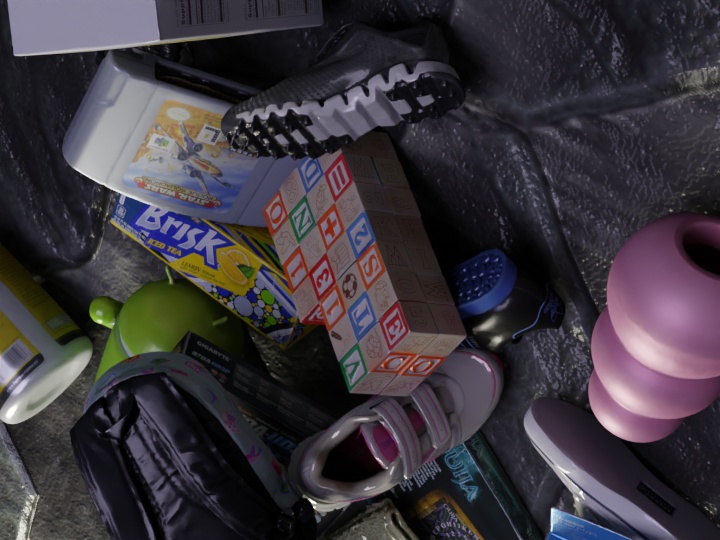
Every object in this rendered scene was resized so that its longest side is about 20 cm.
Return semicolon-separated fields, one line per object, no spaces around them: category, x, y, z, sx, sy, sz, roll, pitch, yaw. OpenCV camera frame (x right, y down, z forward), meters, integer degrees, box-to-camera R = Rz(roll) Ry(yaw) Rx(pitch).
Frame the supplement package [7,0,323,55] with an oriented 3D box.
supplement package;-0.152;-0.249;1.577;0.152;0.200;0.151;-1;98;36

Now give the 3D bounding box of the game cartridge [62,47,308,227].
game cartridge;-0.133;-0.102;1.683;0.200;0.042;0.133;16;130;-19

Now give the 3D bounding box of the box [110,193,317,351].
box;-0.115;-0.024;1.768;0.200;0.064;0.070;35;128;16

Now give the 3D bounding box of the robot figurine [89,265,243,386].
robot figurine;-0.173;0.092;1.831;0.175;0.116;0.200;39;129;20

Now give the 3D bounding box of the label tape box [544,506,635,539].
label tape box;0.200;0.291;1.651;0.143;0.066;0.200;21;144;18

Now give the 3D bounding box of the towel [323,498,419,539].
towel;0.017;0.288;1.819;0.148;0.036;0.200;55;144;4

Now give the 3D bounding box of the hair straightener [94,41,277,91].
hair straightener;-0.151;-0.178;1.743;0.200;0.041;0.077;24;119;30

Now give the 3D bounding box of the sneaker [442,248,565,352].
sneaker;0.079;0.037;1.659;0.078;0.070;0.200;34;155;-25

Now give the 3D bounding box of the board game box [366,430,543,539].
board game box;0.080;0.214;1.769;0.135;0.028;0.200;-28;94;40

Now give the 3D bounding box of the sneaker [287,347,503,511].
sneaker;0.033;0.131;1.668;0.200;0.088;0.081;-37;91;-1

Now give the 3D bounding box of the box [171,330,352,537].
box;-0.104;0.158;1.766;0.200;0.046;0.159;30;127;-13

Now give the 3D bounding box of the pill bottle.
pill bottle;-0.354;0.038;1.937;0.200;0.112;0.112;46;130;8

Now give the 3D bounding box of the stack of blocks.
stack of blocks;0.000;0.000;1.639;0.115;0.059;0.200;-48;50;39

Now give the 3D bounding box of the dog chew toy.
dog chew toy;0.228;0.052;1.530;0.124;0.125;0.200;36;135;16

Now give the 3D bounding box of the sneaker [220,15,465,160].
sneaker;-0.014;-0.146;1.611;0.200;0.091;0.066;-14;145;19

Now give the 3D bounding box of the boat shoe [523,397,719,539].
boat shoe;0.202;0.185;1.646;0.200;0.072;0.066;38;124;4

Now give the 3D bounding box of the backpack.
backpack;-0.146;0.164;1.646;0.167;0.127;0.200;-32;100;2
